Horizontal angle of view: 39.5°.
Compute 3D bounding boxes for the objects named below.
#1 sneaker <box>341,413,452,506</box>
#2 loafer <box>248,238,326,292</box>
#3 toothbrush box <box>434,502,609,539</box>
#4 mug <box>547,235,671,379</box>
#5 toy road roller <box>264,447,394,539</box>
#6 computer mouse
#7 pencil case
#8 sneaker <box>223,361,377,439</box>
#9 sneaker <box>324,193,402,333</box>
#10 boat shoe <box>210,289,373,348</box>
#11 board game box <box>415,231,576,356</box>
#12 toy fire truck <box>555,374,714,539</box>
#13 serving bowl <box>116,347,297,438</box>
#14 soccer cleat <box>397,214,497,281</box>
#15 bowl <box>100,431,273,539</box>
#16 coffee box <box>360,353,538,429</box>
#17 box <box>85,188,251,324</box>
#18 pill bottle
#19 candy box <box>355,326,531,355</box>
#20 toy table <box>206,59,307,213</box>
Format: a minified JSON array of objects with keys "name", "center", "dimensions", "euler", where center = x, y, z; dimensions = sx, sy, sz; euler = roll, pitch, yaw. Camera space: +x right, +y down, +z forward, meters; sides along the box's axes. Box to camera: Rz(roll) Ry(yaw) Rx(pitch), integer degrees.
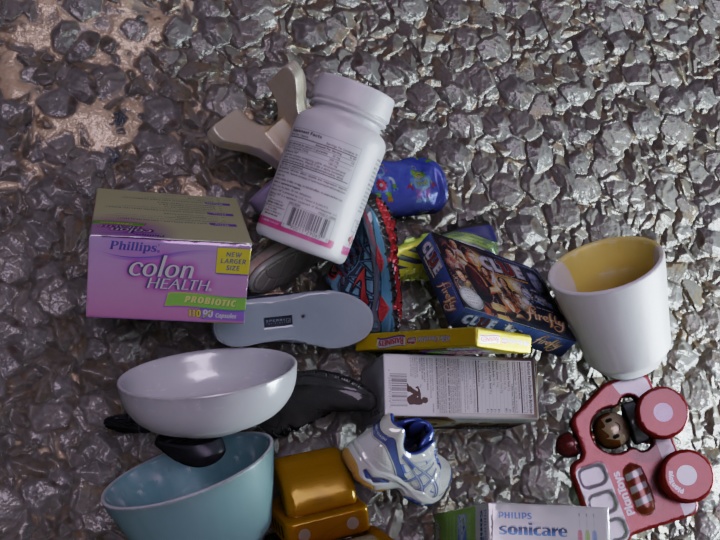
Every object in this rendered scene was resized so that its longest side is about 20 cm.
[{"name":"sneaker","center":[0.067,0.222,1.190],"dimensions":[0.088,0.200,0.075],"euler":[-46,56,14]},{"name":"loafer","center":[-0.087,-0.031,1.279],"dimensions":[0.063,0.072,0.200],"euler":[43,41,18]},{"name":"toothbrush box","center":[0.183,0.323,1.176],"dimensions":[0.145,0.200,0.087],"euler":[6,70,-13]},{"name":"mug","center":[0.350,0.048,1.321],"dimensions":[0.186,0.149,0.154],"euler":[-35,116,-31]},{"name":"toy road roller","center":[-0.042,0.286,1.132],"dimensions":[0.122,0.200,0.147],"euler":[-10,95,-18]},{"name":"computer mouse","center":[-0.225,0.193,1.138],"dimensions":[0.058,0.199,0.034],"euler":[-16,105,-44]},{"name":"pencil case","center":[0.019,-0.108,1.314],"dimensions":[0.199,0.078,0.087],"euler":[-6,81,-35]},{"name":"sneaker","center":[-0.078,0.162,1.221],"dimensions":[0.199,0.076,0.091],"euler":[4,81,15]},{"name":"sneaker","center":[0.000,0.000,1.254],"dimensions":[0.095,0.201,0.079],"euler":[-2,29,6]},{"name":"boat shoe","center":[-0.089,0.055,1.245],"dimensions":[0.199,0.091,0.071],"euler":[0,97,-15]},{"name":"board game box","center":[0.174,0.031,1.286],"dimensions":[0.199,0.035,0.136],"euler":[17,36,-35]},{"name":"toy fire truck","center":[0.349,0.243,1.303],"dimensions":[0.167,0.112,0.201],"euler":[-19,76,0]},{"name":"serving bowl","center":[-0.167,0.141,1.115],"dimensions":[0.199,0.200,0.066],"euler":[-8,101,-17]},{"name":"soccer cleat","center":[0.096,-0.011,1.338],"dimensions":[0.199,0.065,0.084],"euler":[-18,87,-18]},{"name":"bowl","center":[-0.178,0.267,1.121],"dimensions":[0.200,0.201,0.106],"euler":[-18,97,-19]},{"name":"coffee box","center":[0.110,0.154,1.259],"dimensions":[0.199,0.113,0.080],"euler":[3,74,-14]},{"name":"box","center":[-0.226,-0.020,1.177],"dimensions":[0.175,0.200,0.097],"euler":[3,107,-14]},{"name":"pill bottle","center":[-0.037,-0.119,1.171],"dimensions":[0.113,0.113,0.201],"euler":[21,90,-7]},{"name":"candy box","center":[0.097,0.089,1.219],"dimensions":[0.102,0.199,0.027],"euler":[7,80,-42]},{"name":"toy table","center":[-0.103,-0.177,1.288],"dimensions":[0.117,0.184,0.200],"euler":[50,38,-8]}]
